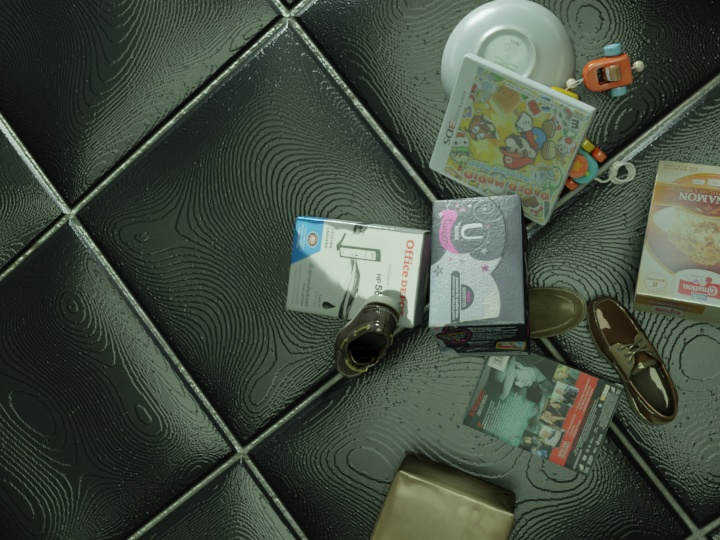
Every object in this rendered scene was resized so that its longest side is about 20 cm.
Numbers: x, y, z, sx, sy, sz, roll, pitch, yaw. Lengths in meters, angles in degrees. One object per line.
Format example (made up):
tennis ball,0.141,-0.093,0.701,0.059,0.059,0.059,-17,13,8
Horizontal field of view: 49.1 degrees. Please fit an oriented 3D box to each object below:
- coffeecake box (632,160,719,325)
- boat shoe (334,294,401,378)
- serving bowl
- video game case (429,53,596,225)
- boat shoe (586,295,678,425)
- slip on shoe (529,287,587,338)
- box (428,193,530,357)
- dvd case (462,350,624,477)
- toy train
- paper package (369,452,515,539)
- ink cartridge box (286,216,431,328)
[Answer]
coffeecake box,0.462,-0.036,1.058,0.153,0.073,0.201,10,72,19
boat shoe,0.003,0.111,1.156,0.072,0.200,0.060,23,52,-8
serving bowl,0.214,-0.303,1.152,0.199,0.066,0.201,0,91,12
video game case,0.208,-0.185,1.121,0.200,0.023,0.182,30,126,20
boat shoe,0.390,0.124,1.112,0.076,0.072,0.200,-30,83,-4
slip on shoe,0.231,0.063,1.159,0.199,0.061,0.076,0,91,13
box,0.167,0.007,1.103,0.132,0.115,0.201,-3,61,15
dvd case,0.270,0.201,1.175,0.199,0.022,0.146,20,96,10
toy train,0.325,-0.205,1.100,0.150,0.056,0.201,-7,111,12
paper package,0.114,0.403,1.173,0.190,0.103,0.201,19,95,10
ink cartridge box,0.000,0.000,1.197,0.199,0.084,0.146,7,93,13
